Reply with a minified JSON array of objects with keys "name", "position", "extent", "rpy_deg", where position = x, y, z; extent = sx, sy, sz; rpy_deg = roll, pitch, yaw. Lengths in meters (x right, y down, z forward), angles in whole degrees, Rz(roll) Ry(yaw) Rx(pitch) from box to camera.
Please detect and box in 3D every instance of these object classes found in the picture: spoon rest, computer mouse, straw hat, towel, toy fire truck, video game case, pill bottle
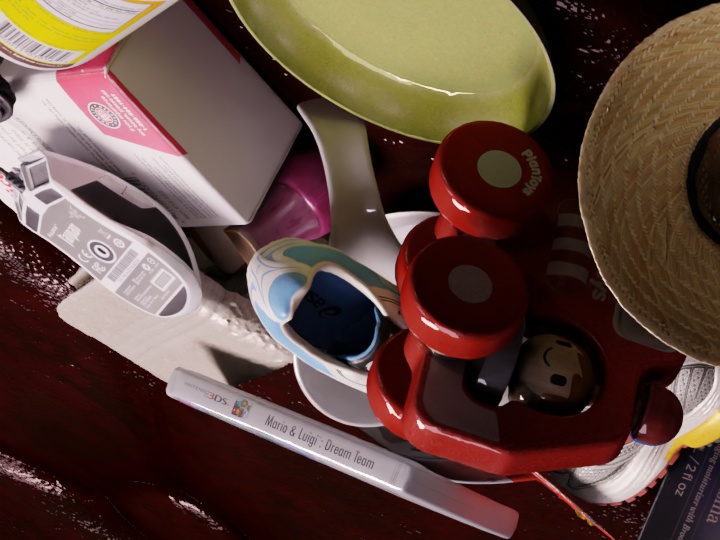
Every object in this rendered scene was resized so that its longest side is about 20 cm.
[{"name":"spoon rest","position":[0.000,0.000,1.568],"extent":[0.061,0.099,0.201],"rpy_deg":[-113,11,-71]},{"name":"computer mouse","position":[-0.173,-0.045,1.600],"extent":[0.200,0.044,0.110],"rpy_deg":[37,145,-8]},{"name":"straw hat","position":[0.213,-0.049,1.343],"extent":[0.200,0.202,0.085],"rpy_deg":[25,-165,6]},{"name":"towel","position":[-0.120,0.032,1.740],"extent":[0.132,0.035,0.200],"rpy_deg":[31,161,-14]},{"name":"toy fire truck","position":[0.101,0.024,1.446],"extent":[0.167,0.201,0.112],"rpy_deg":[16,142,-2]},{"name":"video game case","position":[-0.008,0.120,1.741],"extent":[0.181,0.024,0.200],"rpy_deg":[21,175,26]},{"name":"pill bottle","position":[-0.137,-0.183,1.429],"extent":[0.109,0.110,0.200],"rpy_deg":[37,153,-18]}]

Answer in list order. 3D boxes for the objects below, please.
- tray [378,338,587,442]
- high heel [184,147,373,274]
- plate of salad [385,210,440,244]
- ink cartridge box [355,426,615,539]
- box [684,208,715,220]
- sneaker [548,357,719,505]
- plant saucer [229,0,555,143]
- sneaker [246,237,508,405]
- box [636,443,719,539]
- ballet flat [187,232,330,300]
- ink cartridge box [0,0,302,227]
[{"name":"tray","position":[0.068,0.048,1.612],"extent":[0.199,0.022,0.108],"rpy_deg":[-13,108,38]},{"name":"high heel","position":[-0.057,-0.046,1.687],"extent":[0.068,0.096,0.200],"rpy_deg":[57,167,-21]},{"name":"plate of salad","position":[0.073,0.031,1.664],"extent":[0.199,0.048,0.200],"rpy_deg":[16,150,10]},{"name":"ink cartridge box","position":[0.069,0.128,1.760],"extent":[0.200,0.047,0.160],"rpy_deg":[36,178,15]},{"name":"box","position":[0.259,0.029,1.448],"extent":[0.200,0.095,0.078],"rpy_deg":[35,152,-17]},{"name":"sneaker","position":[0.166,0.078,1.644],"extent":[0.082,0.078,0.200],"rpy_deg":[28,144,-12]},{"name":"plant saucer","position":[0.019,-0.141,1.445],"extent":[0.199,0.031,0.200],"rpy_deg":[22,153,11]},{"name":"sneaker","position":[0.021,0.047,1.533],"extent":[0.199,0.072,0.073],"rpy_deg":[28,-164,-26]},{"name":"box","position":[0.262,0.214,1.658],"extent":[0.197,0.201,0.123],"rpy_deg":[21,153,11]},{"name":"ballet flat","position":[-0.079,0.008,1.770],"extent":[0.069,0.070,0.200],"rpy_deg":[40,152,-22]},{"name":"ink cartridge box","position":[-0.160,-0.098,1.633],"extent":[0.199,0.085,0.145],"rpy_deg":[-2,141,44]}]
